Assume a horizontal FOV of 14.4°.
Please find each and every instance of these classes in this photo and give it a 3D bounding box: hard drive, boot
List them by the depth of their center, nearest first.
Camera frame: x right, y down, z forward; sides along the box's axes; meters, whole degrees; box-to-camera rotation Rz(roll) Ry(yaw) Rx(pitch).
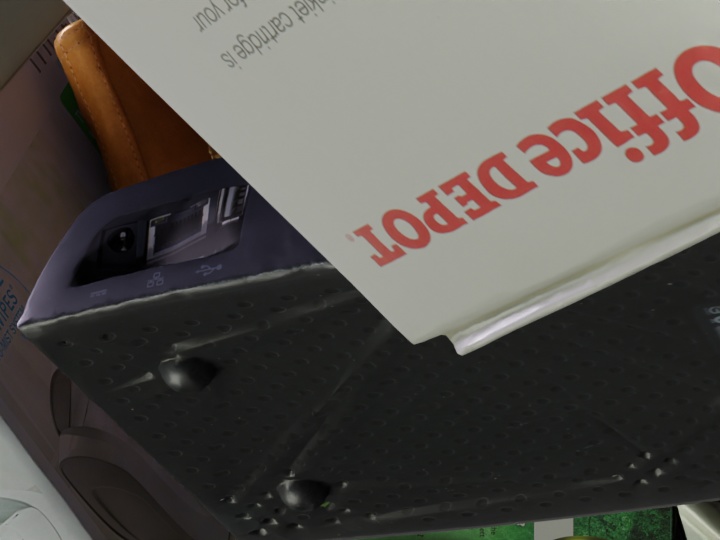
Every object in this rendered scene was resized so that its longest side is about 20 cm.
[{"bbox_3d":[0.045,0.009,0.596,0.199,0.043,0.135,-9,150,19],"label":"hard drive"},{"bbox_3d":[-0.014,-0.027,0.911,0.201,0.071,0.145,-6,-108,-63],"label":"boot"}]

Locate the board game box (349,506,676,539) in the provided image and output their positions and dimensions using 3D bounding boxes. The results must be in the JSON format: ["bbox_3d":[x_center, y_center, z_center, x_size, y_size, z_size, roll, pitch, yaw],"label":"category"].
[{"bbox_3d":[0.025,0.079,0.691,0.104,0.201,0.023,2,-167,8],"label":"board game box"}]

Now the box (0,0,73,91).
[{"bbox_3d":[-0.159,-0.132,0.715,0.200,0.128,0.109,40,171,11],"label":"box"}]

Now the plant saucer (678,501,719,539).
[{"bbox_3d":[0.104,0.116,1.089,0.200,0.050,0.200,41,169,10],"label":"plant saucer"}]

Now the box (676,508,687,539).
[{"bbox_3d":[0.077,0.101,0.831,0.159,0.046,0.201,69,-174,-58],"label":"box"}]

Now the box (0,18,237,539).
[{"bbox_3d":[-0.108,0.033,0.853,0.177,0.096,0.200,56,-159,-16],"label":"box"}]

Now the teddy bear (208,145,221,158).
[{"bbox_3d":[0.000,0.000,0.767,0.145,0.066,0.201,40,-138,-73],"label":"teddy bear"}]

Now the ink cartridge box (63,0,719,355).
[{"bbox_3d":[-0.004,-0.095,0.442,0.200,0.085,0.144,46,151,-10],"label":"ink cartridge box"}]
